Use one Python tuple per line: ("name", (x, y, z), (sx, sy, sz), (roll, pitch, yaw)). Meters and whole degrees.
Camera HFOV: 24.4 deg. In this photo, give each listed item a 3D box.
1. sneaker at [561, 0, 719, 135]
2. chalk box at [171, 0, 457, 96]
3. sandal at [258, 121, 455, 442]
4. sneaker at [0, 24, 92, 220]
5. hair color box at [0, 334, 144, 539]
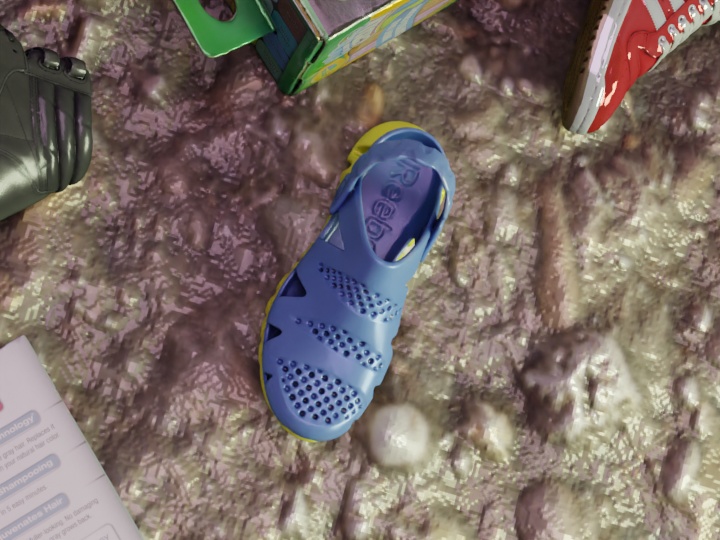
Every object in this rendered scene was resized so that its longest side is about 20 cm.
("sneaker", (0.200, -0.158, 1.020), (0.112, 0.071, 0.201), (24, 75, -4))
("chalk box", (-0.020, -0.189, 0.952), (0.199, 0.124, 0.125), (-30, 89, -14))
("sandal", (0.000, 0.000, 0.944), (0.079, 0.087, 0.202), (21, 79, -10))
("sneaker", (-0.207, -0.125, 0.916), (0.099, 0.070, 0.202), (-17, 96, -35))
("hair color box", (-0.174, 0.148, 0.894), (0.099, 0.061, 0.201), (-30, 89, -15))
